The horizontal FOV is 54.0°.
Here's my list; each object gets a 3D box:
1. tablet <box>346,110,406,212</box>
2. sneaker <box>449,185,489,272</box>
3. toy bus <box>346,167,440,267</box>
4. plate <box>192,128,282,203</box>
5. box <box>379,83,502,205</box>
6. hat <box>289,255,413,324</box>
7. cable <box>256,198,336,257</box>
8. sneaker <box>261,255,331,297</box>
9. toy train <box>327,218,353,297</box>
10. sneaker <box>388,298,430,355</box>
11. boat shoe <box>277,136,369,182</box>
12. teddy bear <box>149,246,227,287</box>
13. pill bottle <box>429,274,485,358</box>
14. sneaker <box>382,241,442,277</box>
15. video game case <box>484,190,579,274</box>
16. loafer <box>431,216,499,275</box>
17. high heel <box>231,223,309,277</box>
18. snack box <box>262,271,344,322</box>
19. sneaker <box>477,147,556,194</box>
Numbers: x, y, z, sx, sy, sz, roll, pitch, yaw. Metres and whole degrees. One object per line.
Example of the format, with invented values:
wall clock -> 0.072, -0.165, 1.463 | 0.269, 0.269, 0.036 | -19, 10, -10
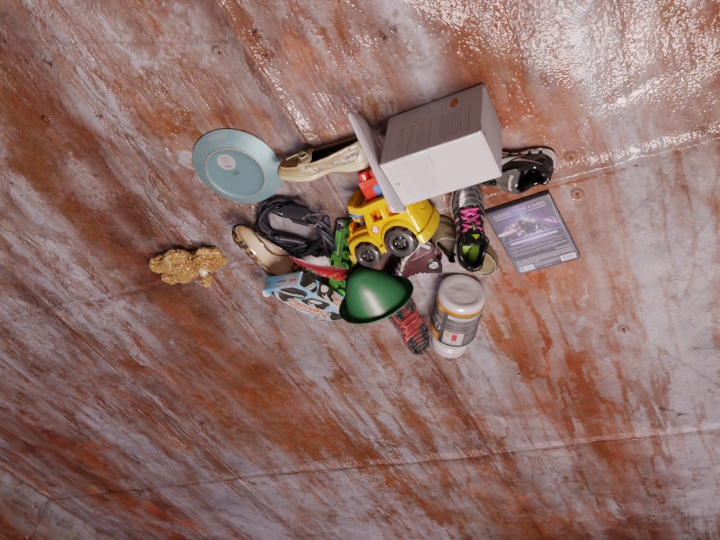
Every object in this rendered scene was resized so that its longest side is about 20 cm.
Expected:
tablet -> 0.034, -0.201, 1.324 | 0.014, 0.130, 0.201 | -24, 89, 14
sneaker -> 0.229, -0.085, 1.456 | 0.073, 0.088, 0.202 | -5, 108, -6
toy bus -> 0.038, -0.125, 1.478 | 0.199, 0.136, 0.193 | -19, 117, 32
plate -> -0.266, -0.214, 1.514 | 0.198, 0.026, 0.201 | 7, 138, 6
box -> 0.153, -0.231, 1.310 | 0.198, 0.153, 0.107 | -14, 132, 26
hat -> 0.000, 0.000, 1.487 | 0.165, 0.200, 0.177 | 12, 132, 45
cable -> -0.145, -0.093, 1.592 | 0.198, 0.051, 0.164 | 7, 146, 25
sneaker -> -0.150, 0.016, 1.681 | 0.199, 0.100, 0.075 | -17, 129, 26
toy train -> -0.041, -0.029, 1.616 | 0.056, 0.042, 0.202 | 21, 120, 24
sneaker -> 0.112, 0.123, 1.744 | 0.071, 0.098, 0.201 | -34, 125, -9
boat shoe -> -0.077, -0.230, 1.429 | 0.198, 0.074, 0.063 | -11, 129, 7
teddy bear -> -0.428, -0.005, 1.742 | 0.198, 0.067, 0.146 | 1, 139, 12
pill bottle -> 0.228, 0.114, 1.692 | 0.115, 0.117, 0.201 | 9, 137, 3
sneaker -> 0.126, 0.002, 1.628 | 0.115, 0.076, 0.200 | 16, 141, -16
video game case -> 0.374, -0.078, 1.528 | 0.142, 0.019, 0.200 | -17, 130, 27
loafer -> 0.225, -0.040, 1.563 | 0.199, 0.068, 0.076 | 32, 134, -21
high heel -> -0.203, -0.033, 1.591 | 0.199, 0.072, 0.143 | 31, 169, 18
snack box -> -0.114, 0.064, 1.621 | 0.115, 0.037, 0.200 | -9, 150, 39
sneaker -> 0.281, -0.188, 1.372 | 0.198, 0.091, 0.067 | -4, 130, 16
